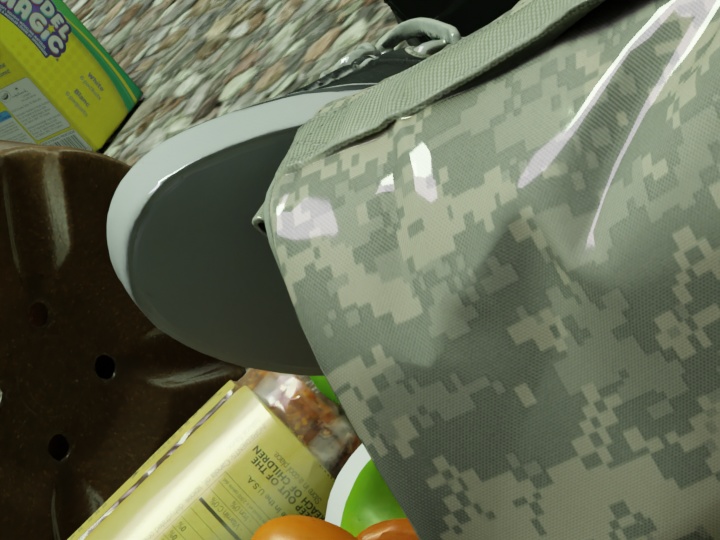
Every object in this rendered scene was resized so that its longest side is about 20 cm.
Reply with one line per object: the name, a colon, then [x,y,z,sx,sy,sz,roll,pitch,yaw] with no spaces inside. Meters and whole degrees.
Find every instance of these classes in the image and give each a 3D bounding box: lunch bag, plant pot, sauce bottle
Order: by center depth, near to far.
lunch bag: [0.095,-0.002,0.606,0.199,0.168,0.140,-28,24,35]
sauce bottle: [-0.075,0.111,0.854,0.200,0.066,0.066,-44,20,-2]
plant pot: [-0.154,0.033,1.000,0.198,0.201,0.201,0,46,53]

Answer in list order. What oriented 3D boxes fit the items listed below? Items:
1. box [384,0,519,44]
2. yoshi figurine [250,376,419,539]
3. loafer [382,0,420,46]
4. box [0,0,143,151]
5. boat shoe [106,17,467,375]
box: [0.090,-0.144,0.895,0.148,0.124,0.200,-33,23,25]
yoshi figurine: [0.009,0.047,0.770,0.112,0.112,0.200,-37,17,35]
loafer: [0.059,-0.148,1.116,0.073,0.072,0.200,-30,23,34]
box: [-0.210,-0.132,1.412,0.117,0.200,0.048,-16,33,51]
boat shoe: [0.022,-0.029,0.722,0.198,0.074,0.068,-14,36,-25]
